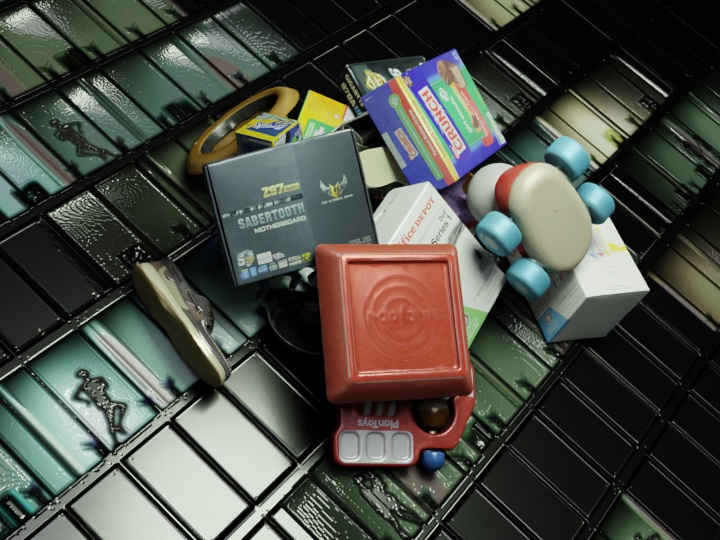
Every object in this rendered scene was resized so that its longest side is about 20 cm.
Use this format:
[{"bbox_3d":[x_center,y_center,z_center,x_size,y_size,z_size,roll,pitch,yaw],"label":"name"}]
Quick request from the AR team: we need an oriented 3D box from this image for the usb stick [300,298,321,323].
[{"bbox_3d":[0.020,0.063,1.320,0.198,0.055,0.033,6,92,5],"label":"usb stick"}]

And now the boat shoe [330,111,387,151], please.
[{"bbox_3d":[-0.022,-0.185,1.459,0.200,0.064,0.071,-37,75,-21],"label":"boat shoe"}]

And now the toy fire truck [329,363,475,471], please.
[{"bbox_3d":[0.056,0.177,1.305,0.198,0.112,0.170,6,77,-20],"label":"toy fire truck"}]

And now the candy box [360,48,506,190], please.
[{"bbox_3d":[0.112,-0.218,1.456,0.170,0.077,0.200,60,39,-6],"label":"candy box"}]

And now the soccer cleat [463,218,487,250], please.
[{"bbox_3d":[0.110,-0.036,1.514,0.199,0.069,0.073,-22,47,-34],"label":"soccer cleat"}]

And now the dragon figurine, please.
[{"bbox_3d":[-0.123,-0.023,1.340,0.100,0.199,0.059,56,37,-31],"label":"dragon figurine"}]

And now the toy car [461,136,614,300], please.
[{"bbox_3d":[0.226,-0.090,1.448,0.184,0.200,0.177,-47,123,-12],"label":"toy car"}]

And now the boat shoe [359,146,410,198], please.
[{"bbox_3d":[0.042,-0.144,1.453,0.200,0.063,0.074,-7,86,-47],"label":"boat shoe"}]

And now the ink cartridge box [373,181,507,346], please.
[{"bbox_3d":[0.094,-0.002,1.389,0.200,0.084,0.147,48,58,-24],"label":"ink cartridge box"}]

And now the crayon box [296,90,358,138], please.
[{"bbox_3d":[-0.057,-0.179,1.543,0.118,0.058,0.201,22,49,-7],"label":"crayon box"}]

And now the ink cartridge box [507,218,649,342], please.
[{"bbox_3d":[0.325,-0.010,1.542,0.124,0.129,0.201,-5,56,-28],"label":"ink cartridge box"}]

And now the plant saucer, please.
[{"bbox_3d":[0.049,0.060,1.248,0.198,0.037,0.202,-1,76,-20],"label":"plant saucer"}]

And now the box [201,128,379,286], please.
[{"bbox_3d":[-0.089,-0.082,1.270,0.198,0.051,0.159,-15,100,-14],"label":"box"}]

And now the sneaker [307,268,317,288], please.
[{"bbox_3d":[0.000,0.000,1.426,0.080,0.074,0.200,55,40,-3],"label":"sneaker"}]

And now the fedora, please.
[{"bbox_3d":[-0.160,-0.185,1.457,0.082,0.199,0.201,55,42,-27],"label":"fedora"}]

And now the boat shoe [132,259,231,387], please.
[{"bbox_3d":[-0.219,0.060,1.280,0.065,0.072,0.200,-27,63,-32],"label":"boat shoe"}]

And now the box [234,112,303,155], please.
[{"bbox_3d":[-0.113,-0.110,1.366,0.070,0.201,0.064,17,41,30],"label":"box"}]

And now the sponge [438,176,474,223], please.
[{"bbox_3d":[0.109,-0.142,1.573,0.111,0.030,0.200,-24,51,-38],"label":"sponge"}]

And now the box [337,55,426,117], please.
[{"bbox_3d":[0.075,-0.248,1.587,0.158,0.046,0.201,-13,64,-32],"label":"box"}]

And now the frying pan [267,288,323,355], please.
[{"bbox_3d":[-0.080,0.048,1.377,0.114,0.031,0.191,14,39,-21],"label":"frying pan"}]
